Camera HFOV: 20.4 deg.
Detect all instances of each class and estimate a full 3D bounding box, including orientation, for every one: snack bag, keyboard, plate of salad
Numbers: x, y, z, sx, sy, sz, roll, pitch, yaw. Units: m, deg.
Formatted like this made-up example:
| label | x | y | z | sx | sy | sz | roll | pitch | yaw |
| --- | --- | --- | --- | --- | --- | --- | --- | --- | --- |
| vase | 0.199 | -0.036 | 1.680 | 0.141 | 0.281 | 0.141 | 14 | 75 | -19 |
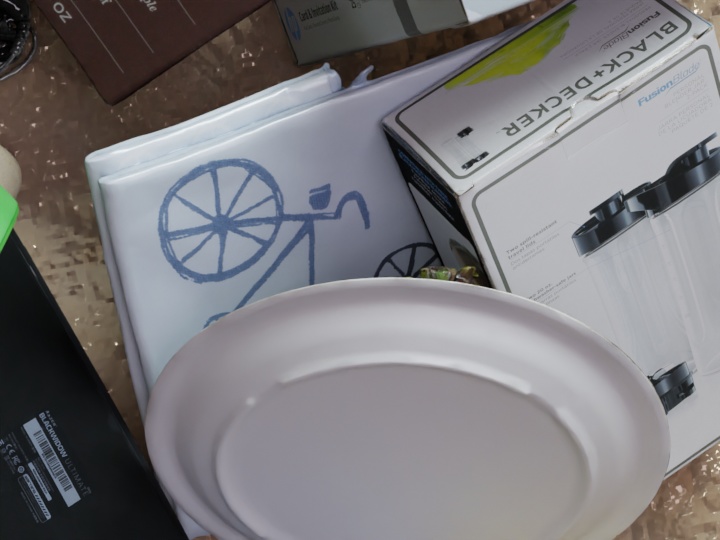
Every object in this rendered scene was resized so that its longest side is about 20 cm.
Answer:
| label | x | y | z | sx | sy | sz | roll | pitch | yaw |
| --- | --- | --- | --- | --- | --- | --- | --- | --- | --- |
| snack bag | 0.000 | 0.000 | 0.785 | 0.199 | 0.021 | 0.189 | -22 | 130 | -16 |
| keyboard | -0.137 | 0.084 | 0.739 | 0.127 | 0.021 | 0.201 | -31 | 94 | -40 |
| plate of salad | 0.018 | 0.061 | 0.763 | 0.199 | 0.200 | 0.048 | 20 | 46 | -17 |

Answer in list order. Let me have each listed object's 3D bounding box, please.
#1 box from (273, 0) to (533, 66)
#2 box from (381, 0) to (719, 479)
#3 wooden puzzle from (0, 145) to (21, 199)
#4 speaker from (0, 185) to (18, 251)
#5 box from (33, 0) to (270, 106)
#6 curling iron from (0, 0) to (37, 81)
| label | x | y | z | sx | sy | sz | roll | pitch | yaw |
| --- | --- | --- | --- | --- | --- | --- | --- | --- | --- |
| box | 0.066 | -0.126 | 0.751 | 0.155 | 0.200 | 0.041 | -22 | 97 | -16 |
| box | 0.098 | -0.006 | 0.785 | 0.116 | 0.060 | 0.200 | -34 | 133 | -8 |
| wooden puzzle | -0.252 | -0.019 | 0.736 | 0.200 | 0.046 | 0.186 | 36 | 81 | -15 |
| speaker | -0.219 | -0.040 | 0.668 | 0.199 | 0.088 | 0.089 | 30 | 83 | -13 |
| box | -0.036 | -0.156 | 0.722 | 0.199 | 0.075 | 0.100 | -32 | 103 | 21 |
| curling iron | -0.213 | -0.126 | 0.754 | 0.199 | 0.026 | 0.050 | 30 | 80 | -16 |
